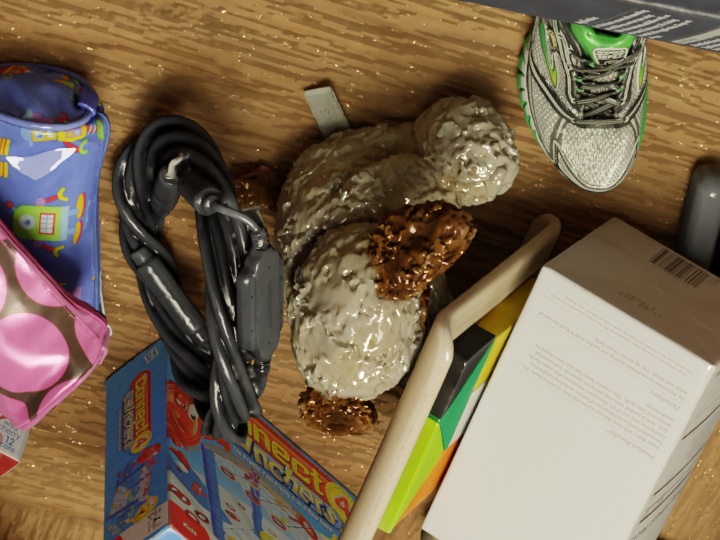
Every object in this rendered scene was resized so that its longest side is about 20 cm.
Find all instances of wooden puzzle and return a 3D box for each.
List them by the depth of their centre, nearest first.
[{"bbox_3d":[0.059,0.075,1.503,0.037,0.200,0.185,29,121,11],"label":"wooden puzzle"}]

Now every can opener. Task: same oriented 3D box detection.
[{"bbox_3d":[0.218,0.032,1.563,0.053,0.067,0.200,3,123,-8],"label":"can opener"}]

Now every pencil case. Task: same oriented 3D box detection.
[{"bbox_3d":[-0.225,-0.007,1.409,0.094,0.091,0.200,-36,109,16],"label":"pencil case"},{"bbox_3d":[-0.191,-0.025,1.485,0.087,0.078,0.200,2,123,-4],"label":"pencil case"}]

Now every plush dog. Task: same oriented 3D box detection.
[{"bbox_3d":[0.000,0.000,1.460,0.160,0.172,0.200,13,122,-12],"label":"plush dog"}]

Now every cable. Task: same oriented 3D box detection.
[{"bbox_3d":[-0.102,0.011,1.473,0.051,0.163,0.200,-21,131,-26],"label":"cable"}]

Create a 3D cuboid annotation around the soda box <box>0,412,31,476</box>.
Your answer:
[{"bbox_3d":[-0.270,0.109,1.528,0.070,0.063,0.200,30,144,-21],"label":"soda box"}]

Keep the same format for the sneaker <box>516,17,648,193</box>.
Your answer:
[{"bbox_3d":[0.130,-0.128,1.440,0.078,0.085,0.200,-8,124,0],"label":"sneaker"}]

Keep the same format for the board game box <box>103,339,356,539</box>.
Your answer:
[{"bbox_3d":[-0.072,0.168,1.551,0.056,0.196,0.200,-38,119,18],"label":"board game box"}]

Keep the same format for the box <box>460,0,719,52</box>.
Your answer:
[{"bbox_3d":[0.140,-0.230,1.306,0.200,0.117,0.197,10,88,-11],"label":"box"}]

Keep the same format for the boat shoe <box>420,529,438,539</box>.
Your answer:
[{"bbox_3d":[0.143,0.184,1.653,0.200,0.072,0.068,16,122,-15],"label":"boat shoe"}]

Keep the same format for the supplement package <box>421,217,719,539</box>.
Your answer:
[{"bbox_3d":[0.144,0.092,1.519,0.121,0.120,0.200,32,117,15],"label":"supplement package"}]
